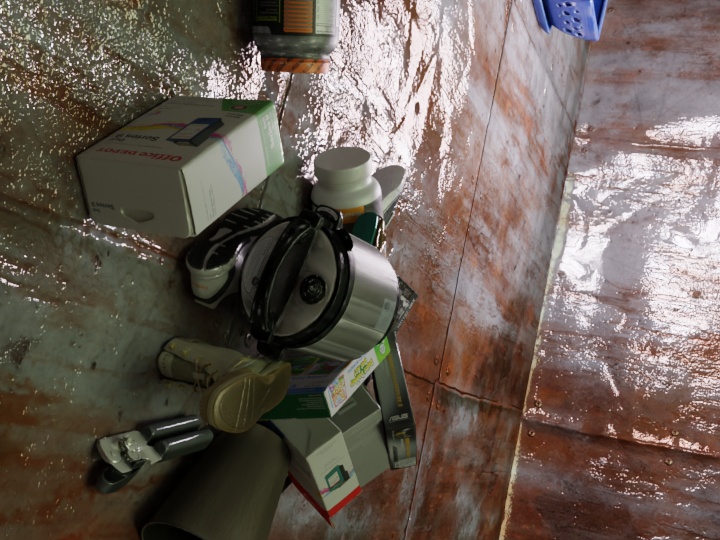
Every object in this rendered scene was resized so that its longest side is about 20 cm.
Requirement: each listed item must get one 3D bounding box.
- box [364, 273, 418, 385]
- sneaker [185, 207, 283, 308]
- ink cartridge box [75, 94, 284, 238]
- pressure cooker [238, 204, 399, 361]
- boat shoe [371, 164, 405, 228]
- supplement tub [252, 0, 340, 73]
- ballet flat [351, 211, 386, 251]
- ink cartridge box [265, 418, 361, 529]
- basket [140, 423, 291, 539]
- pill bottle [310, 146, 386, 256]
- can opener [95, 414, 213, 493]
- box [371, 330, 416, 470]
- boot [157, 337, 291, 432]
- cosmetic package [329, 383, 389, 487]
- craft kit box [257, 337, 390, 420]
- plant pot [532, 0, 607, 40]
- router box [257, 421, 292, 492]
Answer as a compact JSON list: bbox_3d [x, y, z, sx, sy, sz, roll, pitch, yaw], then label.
[{"bbox_3d":[0.014,0.099,1.519,0.201,0.049,0.158,-60,160,-3],"label":"box"},{"bbox_3d":[-0.171,-0.021,1.255,0.200,0.073,0.081,-41,146,-48],"label":"sneaker"},{"bbox_3d":[-0.199,-0.124,1.044,0.200,0.144,0.088,-51,141,-49],"label":"ink cartridge box"},{"bbox_3d":[-0.061,0.021,1.203,0.199,0.177,0.178,23,48,-56],"label":"pressure cooker"},{"bbox_3d":[0.030,-0.105,1.662,0.201,0.071,0.068,-62,148,-32],"label":"boat shoe"},{"bbox_3d":[-0.087,-0.372,1.245,0.122,0.121,0.202,-24,120,-62],"label":"supplement tub"},{"bbox_3d":[0.000,0.000,1.387,0.201,0.067,0.073,-72,147,-43],"label":"ballet flat"},{"bbox_3d":[-0.067,0.284,1.369,0.067,0.116,0.201,-35,138,-20],"label":"ink cartridge box"},{"bbox_3d":[-0.182,0.317,1.255,0.181,0.135,0.201,53,40,-25],"label":"basket"},{"bbox_3d":[-0.020,-0.091,1.497,0.116,0.115,0.202,-50,141,-50],"label":"pill bottle"},{"bbox_3d":[-0.263,0.224,1.154,0.067,0.053,0.200,-51,162,19],"label":"can opener"},{"bbox_3d":[0.052,0.215,1.485,0.201,0.048,0.160,83,-4,-59],"label":"box"},{"bbox_3d":[-0.190,0.136,1.142,0.200,0.153,0.073,-18,121,-70],"label":"boot"},{"bbox_3d":[-0.019,0.251,1.440,0.090,0.107,0.201,-32,147,-14],"label":"cosmetic package"},{"bbox_3d":[-0.085,0.150,1.330,0.198,0.198,0.049,-45,122,-53],"label":"craft kit box"},{"bbox_3d":[0.588,-0.781,2.562,0.200,0.178,0.202,43,59,-61],"label":"plant pot"},{"bbox_3d":[-0.113,0.248,1.480,0.200,0.052,0.159,-37,131,-58],"label":"router box"}]
